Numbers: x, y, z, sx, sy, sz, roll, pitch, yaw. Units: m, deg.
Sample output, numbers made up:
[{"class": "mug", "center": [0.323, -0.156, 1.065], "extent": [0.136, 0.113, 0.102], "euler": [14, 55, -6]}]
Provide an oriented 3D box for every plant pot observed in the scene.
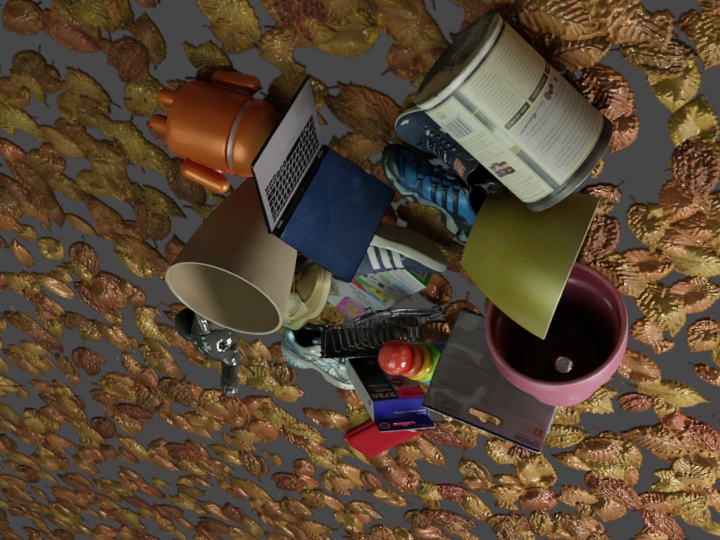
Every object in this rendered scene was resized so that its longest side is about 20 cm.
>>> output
[{"class": "plant pot", "center": [0.217, -0.028, 1.498], "extent": [0.141, 0.201, 0.201], "euler": [22, 144, 10]}, {"class": "plant pot", "center": [-0.169, -0.038, 1.700], "extent": [0.186, 0.201, 0.188], "euler": [17, 152, 10]}, {"class": "plant pot", "center": [0.289, 0.110, 1.643], "extent": [0.198, 0.201, 0.179], "euler": [13, 157, 19]}]

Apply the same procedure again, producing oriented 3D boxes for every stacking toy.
[{"class": "stacking toy", "center": [0.101, 0.149, 1.804], "extent": [0.085, 0.086, 0.199], "euler": [-6, 169, 37]}]

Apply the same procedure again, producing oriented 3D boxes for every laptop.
[{"class": "laptop", "center": [-0.046, -0.126, 1.556], "extent": [0.115, 0.188, 0.201], "euler": [11, 141, 20]}]

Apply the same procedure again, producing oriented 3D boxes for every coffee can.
[{"class": "coffee can", "center": [0.186, -0.192, 1.362], "extent": [0.200, 0.147, 0.146], "euler": [40, 142, -16]}]

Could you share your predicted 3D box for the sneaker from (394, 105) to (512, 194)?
[{"class": "sneaker", "center": [0.132, -0.157, 1.491], "extent": [0.198, 0.085, 0.075], "euler": [17, 143, 15]}]

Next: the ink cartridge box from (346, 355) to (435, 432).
[{"class": "ink cartridge box", "center": [0.047, 0.197, 1.824], "extent": [0.094, 0.200, 0.037], "euler": [-3, 115, -16]}]

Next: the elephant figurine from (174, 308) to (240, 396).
[{"class": "elephant figurine", "center": [-0.252, 0.086, 1.935], "extent": [0.154, 0.201, 0.142], "euler": [14, 143, 18]}]

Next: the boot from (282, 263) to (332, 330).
[{"class": "boot", "center": [-0.140, 0.027, 1.801], "extent": [0.154, 0.073, 0.200], "euler": [16, 154, -18]}]

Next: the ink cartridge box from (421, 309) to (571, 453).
[{"class": "ink cartridge box", "center": [0.213, 0.178, 1.750], "extent": [0.198, 0.201, 0.041], "euler": [22, 143, 9]}]

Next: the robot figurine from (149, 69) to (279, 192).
[{"class": "robot figurine", "center": [-0.198, -0.199, 1.597], "extent": [0.198, 0.144, 0.117], "euler": [18, 142, 12]}]

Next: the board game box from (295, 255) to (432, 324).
[{"class": "board game box", "center": [0.000, 0.000, 1.805], "extent": [0.153, 0.040, 0.200], "euler": [40, 142, -16]}]

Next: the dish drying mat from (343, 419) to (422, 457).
[{"class": "dish drying mat", "center": [0.041, 0.320, 2.189], "extent": [0.077, 0.018, 0.200], "euler": [36, 143, -13]}]

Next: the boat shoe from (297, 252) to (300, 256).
[{"class": "boat shoe", "center": [-0.139, -0.034, 1.829], "extent": [0.199, 0.072, 0.063], "euler": [-13, 137, 41]}]

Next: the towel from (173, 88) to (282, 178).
[{"class": "towel", "center": [-0.189, -0.200, 1.700], "extent": [0.198, 0.023, 0.145], "euler": [15, 140, 14]}]

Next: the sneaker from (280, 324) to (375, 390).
[{"class": "sneaker", "center": [-0.054, 0.147, 1.991], "extent": [0.198, 0.078, 0.087], "euler": [16, 139, 15]}]

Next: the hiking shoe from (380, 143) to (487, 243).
[{"class": "hiking shoe", "center": [0.118, -0.123, 1.566], "extent": [0.199, 0.075, 0.086], "euler": [34, 137, -26]}]

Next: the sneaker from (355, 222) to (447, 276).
[{"class": "sneaker", "center": [0.030, -0.022, 1.676], "extent": [0.198, 0.075, 0.085], "euler": [19, 115, -13]}]

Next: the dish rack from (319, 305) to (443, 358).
[{"class": "dish rack", "center": [0.036, 0.098, 1.821], "extent": [0.152, 0.055, 0.200], "euler": [-2, 167, -32]}]
